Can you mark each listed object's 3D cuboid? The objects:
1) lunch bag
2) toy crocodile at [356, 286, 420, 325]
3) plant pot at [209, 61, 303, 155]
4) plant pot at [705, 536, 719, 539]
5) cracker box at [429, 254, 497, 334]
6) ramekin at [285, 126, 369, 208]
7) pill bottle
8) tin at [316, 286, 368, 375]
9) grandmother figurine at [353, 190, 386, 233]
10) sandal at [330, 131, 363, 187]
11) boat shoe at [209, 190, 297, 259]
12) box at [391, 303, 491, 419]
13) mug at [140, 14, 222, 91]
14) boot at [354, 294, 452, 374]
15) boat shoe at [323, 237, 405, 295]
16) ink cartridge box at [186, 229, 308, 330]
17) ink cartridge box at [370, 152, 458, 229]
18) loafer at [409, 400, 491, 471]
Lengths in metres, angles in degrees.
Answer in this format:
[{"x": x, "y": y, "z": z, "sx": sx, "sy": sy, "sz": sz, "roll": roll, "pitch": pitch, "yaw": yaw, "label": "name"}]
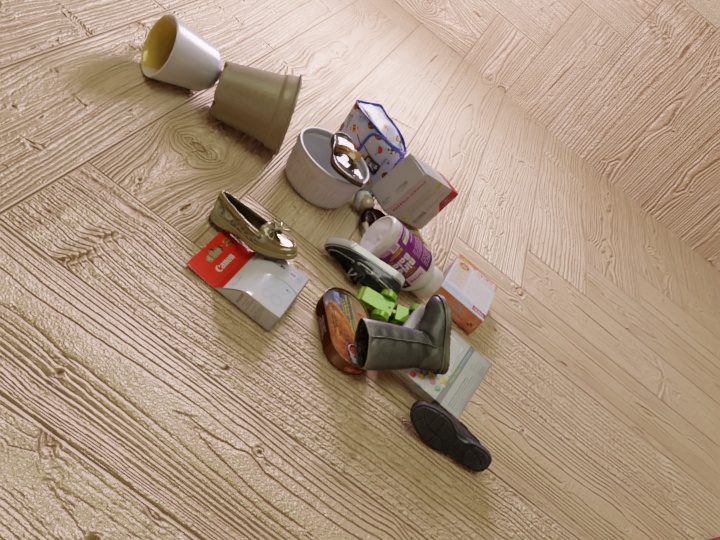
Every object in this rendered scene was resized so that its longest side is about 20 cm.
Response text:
[{"x": 0.023, "y": -0.318, "z": 1.891, "sx": 0.123, "sy": 0.170, "sz": 0.201, "roll": -5, "pitch": 55, "yaw": -45, "label": "lunch bag"}, {"x": 0.078, "y": 0.097, "z": 1.564, "sx": 0.199, "sy": 0.062, "sz": 0.068, "roll": 27, "pitch": 60, "yaw": -13, "label": "toy crocodile"}, {"x": -0.253, "y": -0.400, "z": 1.707, "sx": 0.182, "sy": 0.201, "sz": 0.201, "roll": 19, "pitch": 37, "yaw": -13, "label": "plant pot"}, {"x": 0.741, "y": 0.645, "z": 1.494, "sx": 0.199, "sy": 0.179, "sz": 0.201, "roll": 26, "pitch": 36, "yaw": -21, "label": "plant pot"}, {"x": 0.261, "y": 0.056, "z": 1.803, "sx": 0.134, "sy": 0.058, "sz": 0.200, "roll": 41, "pitch": 31, "yaw": 0, "label": "cracker box"}, {"x": -0.087, "y": -0.242, "z": 1.748, "sx": 0.199, "sy": 0.105, "sz": 0.201, "roll": 27, "pitch": 34, "yaw": -20, "label": "ramekin"}, {"x": 0.100, "y": -0.024, "z": 1.661, "sx": 0.200, "sy": 0.112, "sz": 0.113, "roll": 41, "pitch": 29, "yaw": -28, "label": "pill bottle"}, {"x": -0.029, "y": 0.120, "z": 1.443, "sx": 0.111, "sy": 0.042, "sz": 0.201, "roll": 15, "pitch": 41, "yaw": -28, "label": "tin"}, {"x": 0.047, "y": -0.115, "z": 1.784, "sx": 0.121, "sy": 0.061, "sz": 0.201, "roll": 0, "pitch": 53, "yaw": -57, "label": "grandmother figurine"}, {"x": -0.026, "y": -0.273, "z": 1.698, "sx": 0.081, "sy": 0.055, "sz": 0.201, "roll": 24, "pitch": 36, "yaw": -25, "label": "sandal"}, {"x": -0.209, "y": -0.087, "z": 1.434, "sx": 0.199, "sy": 0.063, "sz": 0.073, "roll": 28, "pitch": 23, "yaw": 7, "label": "boat shoe"}, {"x": 0.156, "y": 0.191, "z": 1.495, "sx": 0.200, "sy": 0.041, "sz": 0.156, "roll": 41, "pitch": 58, "yaw": 1, "label": "box"}, {"x": -0.414, "y": -0.511, "z": 1.698, "sx": 0.153, "sy": 0.149, "sz": 0.188, "roll": 17, "pitch": 45, "yaw": -45, "label": "mug"}, {"x": 0.083, "y": 0.119, "z": 1.425, "sx": 0.199, "sy": 0.073, "sz": 0.183, "roll": 11, "pitch": 62, "yaw": -22, "label": "boot"}, {"x": 0.000, "y": 0.000, "z": 1.593, "sx": 0.199, "sy": 0.072, "sz": 0.068, "roll": 32, "pitch": 62, "yaw": -5, "label": "boat shoe"}, {"x": -0.210, "y": 0.003, "z": 1.381, "sx": 0.200, "sy": 0.047, "sz": 0.160, "roll": 40, "pitch": 32, "yaw": -5, "label": "ink cartridge box"}, {"x": 0.141, "y": -0.201, "z": 1.856, "sx": 0.200, "sy": 0.145, "sz": 0.084, "roll": 19, "pitch": 34, "yaw": -57, "label": "ink cartridge box"}, {"x": 0.171, "y": 0.317, "z": 1.405, "sx": 0.200, "sy": 0.072, "sz": 0.063, "roll": 40, "pitch": 12, "yaw": -13, "label": "loafer"}]
